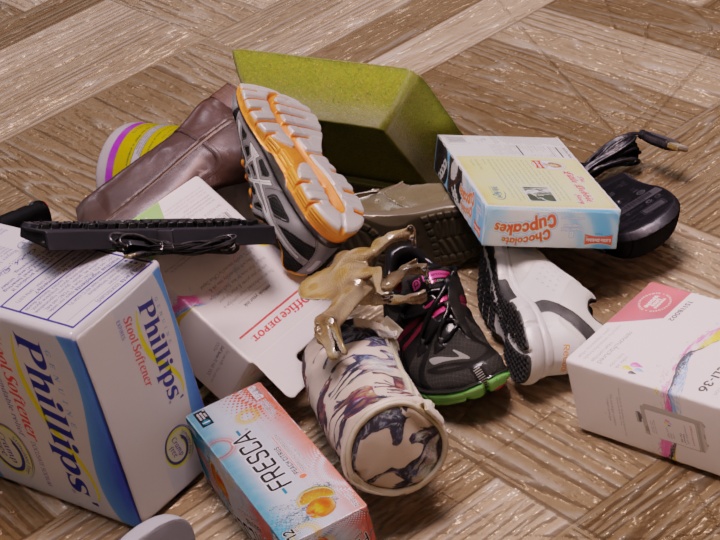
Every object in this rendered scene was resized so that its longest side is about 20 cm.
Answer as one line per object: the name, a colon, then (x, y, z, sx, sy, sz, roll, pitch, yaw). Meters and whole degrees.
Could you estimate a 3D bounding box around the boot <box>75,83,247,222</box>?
boot: (-0.142, -0.057, 1.579, 0.200, 0.065, 0.186, -40, 49, -14)

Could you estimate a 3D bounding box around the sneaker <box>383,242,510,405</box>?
sneaker: (0.057, 0.042, 1.429, 0.076, 0.085, 0.200, -22, 31, -12)

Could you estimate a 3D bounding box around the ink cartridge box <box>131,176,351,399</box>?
ink cartridge box: (-0.108, 0.029, 1.475, 0.200, 0.068, 0.117, 42, 46, 10)

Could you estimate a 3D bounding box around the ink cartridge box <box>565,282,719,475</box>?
ink cartridge box: (0.263, 0.084, 1.289, 0.199, 0.068, 0.116, 16, 42, 41)

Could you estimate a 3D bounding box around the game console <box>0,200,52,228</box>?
game console: (-0.328, 0.051, 1.466, 0.031, 0.179, 0.199, 19, 32, 34)

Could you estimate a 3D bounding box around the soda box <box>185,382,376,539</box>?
soda box: (-0.058, 0.162, 1.303, 0.068, 0.064, 0.200, -24, 31, -16)

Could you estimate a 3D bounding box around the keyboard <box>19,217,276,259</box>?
keyboard: (-0.156, -0.028, 1.380, 0.198, 0.021, 0.127, -3, 13, -33)

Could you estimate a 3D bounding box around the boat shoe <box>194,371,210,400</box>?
boat shoe: (-0.156, 0.044, 1.534, 0.071, 0.067, 0.202, -9, 31, 9)

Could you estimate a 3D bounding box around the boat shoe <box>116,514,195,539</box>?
boat shoe: (-0.197, 0.238, 1.241, 0.066, 0.070, 0.200, 14, 48, 36)

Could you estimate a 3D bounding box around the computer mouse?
computer mouse: (0.243, -0.063, 1.561, 0.140, 0.046, 0.200, -32, 23, -13)

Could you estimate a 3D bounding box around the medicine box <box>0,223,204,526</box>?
medicine box: (-0.231, 0.078, 1.395, 0.199, 0.184, 0.103, 13, 40, 39)

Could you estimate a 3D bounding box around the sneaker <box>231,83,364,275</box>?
sneaker: (-0.068, -0.082, 1.501, 0.078, 0.078, 0.201, 9, 40, -36)

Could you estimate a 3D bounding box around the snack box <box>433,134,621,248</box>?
snack box: (0.138, -0.070, 1.520, 0.115, 0.038, 0.200, 1, 21, -10)

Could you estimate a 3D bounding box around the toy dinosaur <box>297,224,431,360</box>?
toy dinosaur: (0.000, 0.000, 1.389, 0.100, 0.059, 0.200, -14, 20, 7)

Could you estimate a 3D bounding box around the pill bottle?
pill bottle: (-0.148, -0.084, 1.703, 0.198, 0.105, 0.104, 7, 36, 33)

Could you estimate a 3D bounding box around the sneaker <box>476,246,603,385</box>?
sneaker: (0.145, 0.026, 1.449, 0.079, 0.074, 0.201, -3, 34, -10)

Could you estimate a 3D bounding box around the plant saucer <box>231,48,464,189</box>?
plant saucer: (-0.004, -0.127, 1.658, 0.198, 0.200, 0.048, 10, 71, 29)

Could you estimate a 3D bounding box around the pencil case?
pencil case: (0.010, 0.097, 1.329, 0.090, 0.077, 0.200, -54, 19, 8)

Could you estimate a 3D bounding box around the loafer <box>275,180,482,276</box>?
loafer: (0.020, -0.036, 1.591, 0.197, 0.077, 0.068, -2, 27, 10)
